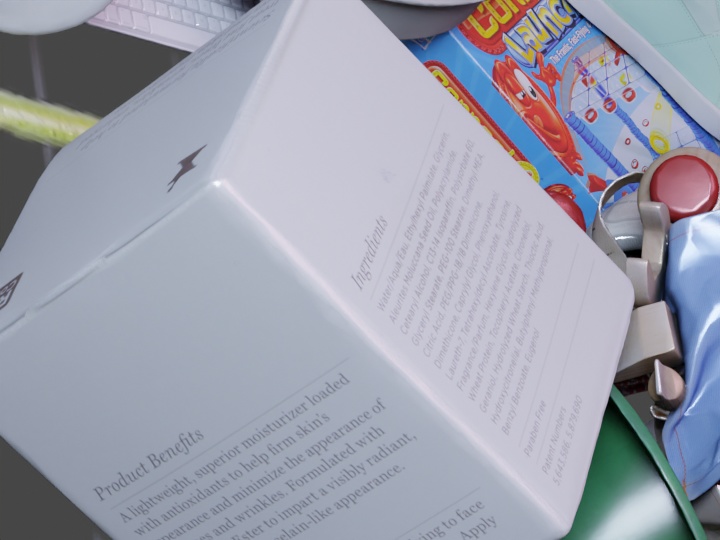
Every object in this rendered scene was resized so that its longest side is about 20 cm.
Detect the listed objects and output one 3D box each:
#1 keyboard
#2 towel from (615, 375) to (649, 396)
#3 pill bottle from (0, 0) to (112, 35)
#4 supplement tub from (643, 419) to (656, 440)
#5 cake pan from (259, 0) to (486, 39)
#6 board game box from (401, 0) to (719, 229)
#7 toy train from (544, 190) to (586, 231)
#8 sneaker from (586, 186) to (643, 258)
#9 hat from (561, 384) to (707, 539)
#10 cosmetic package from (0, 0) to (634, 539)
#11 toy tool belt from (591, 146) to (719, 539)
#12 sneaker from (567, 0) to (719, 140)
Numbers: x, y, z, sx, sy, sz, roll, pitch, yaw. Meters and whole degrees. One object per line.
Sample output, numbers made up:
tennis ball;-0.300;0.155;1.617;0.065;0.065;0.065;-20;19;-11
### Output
keyboard;-0.062;-0.120;1.407;0.200;0.011;0.056;12;55;-48
towel;0.078;0.001;1.485;0.200;0.022;0.145;-9;70;-55
pill bottle;-0.125;-0.199;1.296;0.111;0.111;0.200;45;35;-20
supplement tub;0.201;0.135;1.429;0.200;0.140;0.141;0;64;-52
cake pan;-0.014;-0.178;1.428;0.200;0.037;0.201;18;36;-13
board game box;0.114;-0.077;1.528;0.196;0.056;0.200;49;33;-3
toy train;0.000;0.000;1.340;0.199;0.085;0.116;22;68;-24
sneaker;0.182;0.031;1.377;0.081;0.075;0.200;-26;55;-33
hat;0.047;0.146;1.255;0.200;0.176;0.166;48;-21;55
cosmetic package;-0.025;0.024;1.196;0.200;0.165;0.165;46;35;-17
toy tool belt;0.159;0.025;1.283;0.123;0.124;0.201;56;18;-70
sneaker;0.202;-0.137;1.531;0.200;0.118;0.074;35;34;-24
